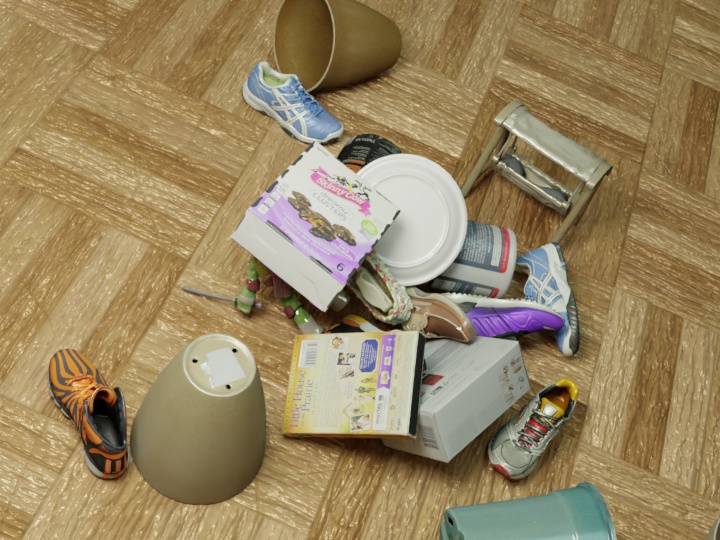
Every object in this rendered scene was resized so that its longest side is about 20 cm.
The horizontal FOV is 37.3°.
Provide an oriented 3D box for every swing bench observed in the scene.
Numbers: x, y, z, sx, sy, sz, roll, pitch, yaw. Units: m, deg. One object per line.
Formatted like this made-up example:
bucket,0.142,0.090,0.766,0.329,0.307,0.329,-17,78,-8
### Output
swing bench,0.309,-0.171,1.836,0.198,0.201,0.130,37,51,12

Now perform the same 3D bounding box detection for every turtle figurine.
turtle figurine,-0.123,0.008,1.615,0.194,0.200,0.144,46,42,-12

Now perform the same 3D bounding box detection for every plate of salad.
plate of salad,0.064,-0.077,1.638,0.198,0.048,0.202,0,93,-1

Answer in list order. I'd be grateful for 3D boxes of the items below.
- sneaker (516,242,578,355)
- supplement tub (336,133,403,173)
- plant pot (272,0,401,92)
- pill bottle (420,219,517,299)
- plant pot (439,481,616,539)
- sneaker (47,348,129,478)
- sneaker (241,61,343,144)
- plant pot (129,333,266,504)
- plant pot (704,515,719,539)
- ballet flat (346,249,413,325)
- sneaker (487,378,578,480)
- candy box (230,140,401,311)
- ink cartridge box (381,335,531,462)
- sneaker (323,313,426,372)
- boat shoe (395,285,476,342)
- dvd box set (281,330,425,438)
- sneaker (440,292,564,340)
sneaker,0.311,0.052,1.750,0.076,0.076,0.201,-13,57,4
supplement tub,-0.007,-0.119,1.741,0.122,0.123,0.201,26,50,2
plant pot,-0.028,-0.418,1.947,0.199,0.187,0.187,-7,55,-39
pill bottle,0.141,-0.028,1.721,0.198,0.120,0.120,12,50,-10
plant pot,0.210,0.381,1.391,0.194,0.201,0.202,0,53,-9
sneaker,-0.351,0.166,1.409,0.077,0.112,0.201,-21,62,-31
sneaker,-0.117,-0.291,1.867,0.199,0.077,0.076,29,48,3
plant pot,-0.198,0.175,1.397,0.186,0.201,0.189,10,51,-12
plant pot,0.551,0.438,1.487,0.198,0.135,0.202,9,51,-11
ballet flat,0.000,0.000,1.586,0.200,0.076,0.064,44,19,11
sneaker,0.257,0.228,1.585,0.078,0.082,0.200,36,52,11
candy box,-0.059,-0.067,1.511,0.167,0.072,0.200,38,44,-1
ink cartridge box,0.117,0.176,1.557,0.199,0.084,0.175,-33,25,-35
sneaker,0.011,0.126,1.549,0.090,0.070,0.199,-30,28,-27
boat shoe,0.096,0.076,1.622,0.072,0.076,0.199,-46,34,-17
dvd box set,-0.010,0.159,1.482,0.198,0.029,0.148,-5,67,27
sneaker,0.218,0.095,1.675,0.198,0.070,0.100,6,80,7
